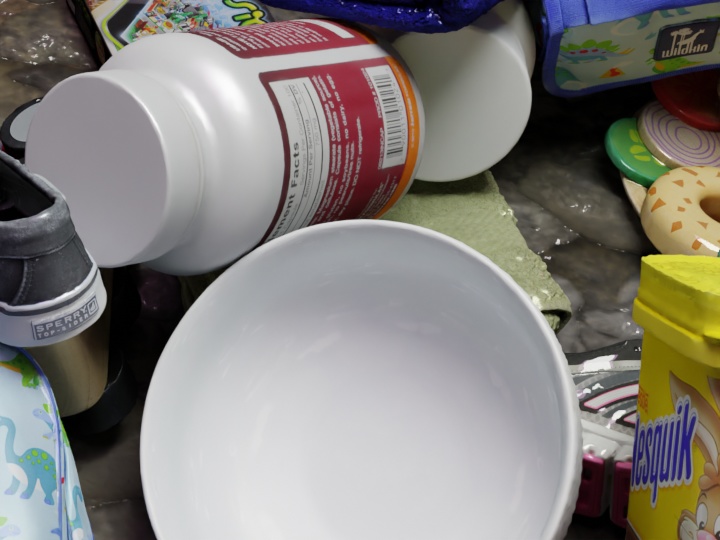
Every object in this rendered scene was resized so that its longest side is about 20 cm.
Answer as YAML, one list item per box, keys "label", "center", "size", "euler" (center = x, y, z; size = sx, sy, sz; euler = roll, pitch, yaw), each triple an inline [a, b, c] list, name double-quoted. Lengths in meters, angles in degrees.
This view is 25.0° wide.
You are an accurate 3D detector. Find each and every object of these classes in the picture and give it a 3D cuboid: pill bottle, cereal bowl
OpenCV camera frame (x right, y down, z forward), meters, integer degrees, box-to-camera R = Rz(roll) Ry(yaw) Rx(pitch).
- label: "pill bottle"
  center: [0.042, -0.144, 0.948]
  size: [0.113, 0.114, 0.200]
  euler: [3, 34, -5]
- label: "cereal bowl"
  center: [0.006, 0.082, 0.738]
  size: [0.199, 0.083, 0.201]
  euler: [-4, 74, 15]
- label: "pill bottle"
  center: [-0.062, -0.061, 0.783]
  size: [0.113, 0.113, 0.200]
  euler: [33, 26, 23]

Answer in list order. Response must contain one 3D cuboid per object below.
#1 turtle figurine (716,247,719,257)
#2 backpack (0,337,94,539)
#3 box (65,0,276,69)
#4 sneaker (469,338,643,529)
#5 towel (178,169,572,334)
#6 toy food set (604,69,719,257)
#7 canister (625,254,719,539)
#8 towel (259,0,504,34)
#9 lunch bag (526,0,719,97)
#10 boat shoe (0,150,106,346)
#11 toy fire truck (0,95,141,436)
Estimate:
- label: "turtle figurine"
  center: [0.255, 0.017, 0.833]
  size: [0.199, 0.150, 0.101]
  euler: [14, 30, -9]
- label: "backpack"
  center: [-0.178, 0.122, 0.668]
  size: [0.162, 0.154, 0.201]
  euler: [-2, 39, -5]
- label: "box"
  center: [-0.101, -0.129, 0.993]
  size: [0.109, 0.035, 0.200]
  euler: [-14, 49, -20]
- label: "sneaker"
  center: [0.145, 0.080, 0.792]
  size: [0.199, 0.074, 0.088]
  euler: [16, 52, 15]
- label: "towel"
  center: [0.000, 0.000, 0.880]
  size: [0.199, 0.037, 0.149]
  euler: [-11, 47, -16]
- label: "toy food set"
  center: [0.245, -0.059, 0.961]
  size: [0.199, 0.049, 0.199]
  euler: [-3, 46, -10]
- label: "canister"
  center: [0.156, 0.102, 0.657]
  size: [0.086, 0.201, 0.149]
  euler: [3, 7, -5]
- label: "towel"
  center: [0.044, -0.194, 0.871]
  size: [0.147, 0.050, 0.200]
  euler: [14, 39, 31]
- label: "lunch bag"
  center: [0.179, -0.178, 0.958]
  size: [0.169, 0.128, 0.200]
  euler: [-11, 15, 3]
- label: "boat shoe"
  center: [-0.184, -0.033, 0.707]
  size: [0.072, 0.068, 0.200]
  euler: [-29, 38, -28]
- label: "toy fire truck"
  center: [-0.223, 0.001, 0.808]
  size: [0.199, 0.129, 0.177]
  euler: [-14, 40, 6]
